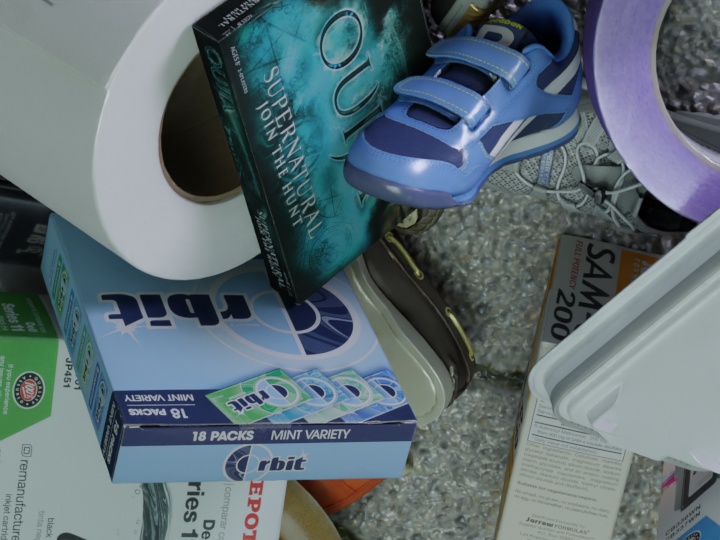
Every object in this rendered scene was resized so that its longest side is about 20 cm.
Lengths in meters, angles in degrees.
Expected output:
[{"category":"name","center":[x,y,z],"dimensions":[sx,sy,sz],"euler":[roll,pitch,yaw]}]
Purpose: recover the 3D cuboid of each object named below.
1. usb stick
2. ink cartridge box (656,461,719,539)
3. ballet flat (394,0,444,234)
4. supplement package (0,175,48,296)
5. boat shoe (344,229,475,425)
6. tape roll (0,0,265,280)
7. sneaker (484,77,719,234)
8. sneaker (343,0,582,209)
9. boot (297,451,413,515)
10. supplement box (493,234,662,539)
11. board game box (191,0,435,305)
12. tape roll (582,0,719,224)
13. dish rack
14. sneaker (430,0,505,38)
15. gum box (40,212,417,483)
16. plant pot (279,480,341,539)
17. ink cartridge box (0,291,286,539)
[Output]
[{"category":"usb stick","center":[-0.168,-0.022,1.557],"dimensions":[0.199,0.033,0.056],"euler":[9,125,-38]},{"category":"ink cartridge box","center":[0.280,0.145,1.583],"dimensions":[0.146,0.200,0.147],"euler":[39,120,-14]},{"category":"ballet flat","center":[0.016,-0.108,1.545],"dimensions":[0.067,0.046,0.201],"euler":[17,126,30]},{"category":"supplement package","center":[-0.253,0.000,1.622],"dimensions":[0.121,0.120,0.200],"euler":[-20,118,21]},{"category":"boat shoe","center":[0.000,0.000,1.613],"dimensions":[0.072,0.059,0.200],"euler":[-35,92,40]},{"category":"tape roll","center":[-0.112,-0.114,1.458],"dimensions":[0.139,0.202,0.204],"euler":[33,133,38]},{"category":"sneaker","center":[0.153,-0.062,1.541],"dimensions":[0.199,0.082,0.075],"euler":[5,123,6]},{"category":"sneaker","center":[0.058,-0.094,1.443],"dimensions":[0.074,0.200,0.083],"euler":[25,124,24]},{"category":"boot","center":[-0.042,0.074,1.670],"dimensions":[0.107,0.075,0.200],"euler":[-20,125,17]},{"category":"supplement box","center":[0.133,0.097,1.621],"dimensions":[0.073,0.126,0.201],"euler":[12,123,3]},{"category":"board game box","center":[-0.014,-0.093,1.446],"dimensions":[0.028,0.135,0.201],"euler":[33,152,37]},{"category":"tape roll","center":[0.225,-0.122,1.450],"dimensions":[0.199,0.085,0.201],"euler":[0,101,1]},{"category":"dish rack","center":[0.212,0.046,1.462],"dimensions":[0.171,0.044,0.200],"euler":[20,131,-39]},{"category":"sneaker","center":[0.072,-0.228,1.467],"dimensions":[0.087,0.076,0.201],"euler":[28,119,8]},{"category":"gum box","center":[-0.079,0.041,1.480],"dimensions":[0.169,0.200,0.045],"euler":[1,124,-22]},{"category":"plant pot","center":[-0.103,0.170,1.715],"dimensions":[0.199,0.028,0.201],"euler":[20,144,15]},{"category":"ink cartridge box","center":[-0.143,0.096,1.558],"dimensions":[0.199,0.083,0.147],"euler":[2,108,-18]}]
